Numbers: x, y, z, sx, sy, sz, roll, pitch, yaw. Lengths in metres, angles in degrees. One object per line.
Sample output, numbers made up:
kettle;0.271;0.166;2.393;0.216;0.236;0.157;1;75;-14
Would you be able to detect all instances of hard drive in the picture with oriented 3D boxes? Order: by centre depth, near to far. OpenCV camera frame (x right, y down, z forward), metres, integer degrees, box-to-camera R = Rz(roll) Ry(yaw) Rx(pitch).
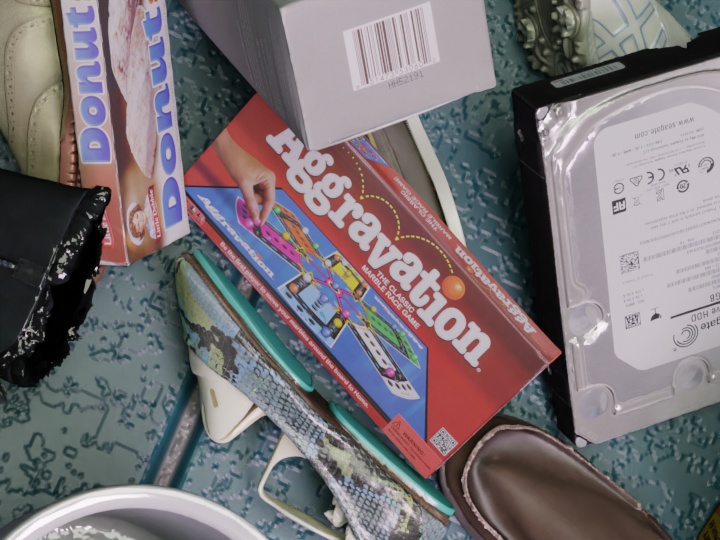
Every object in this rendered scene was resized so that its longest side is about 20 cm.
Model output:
hard drive;0.157;-0.017;1.300;0.139;0.038;0.201;-16;119;-15

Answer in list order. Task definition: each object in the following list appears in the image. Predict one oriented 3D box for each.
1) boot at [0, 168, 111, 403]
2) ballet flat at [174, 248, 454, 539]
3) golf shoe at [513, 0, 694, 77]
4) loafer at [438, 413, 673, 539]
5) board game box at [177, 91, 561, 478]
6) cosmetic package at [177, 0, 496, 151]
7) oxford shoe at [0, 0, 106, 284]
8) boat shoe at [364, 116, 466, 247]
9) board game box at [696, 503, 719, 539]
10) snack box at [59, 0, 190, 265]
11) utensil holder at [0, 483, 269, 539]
boot;-0.198;-0.047;1.221;0.162;0.073;0.199;20;88;14
ballet flat;-0.040;0.080;1.279;0.200;0.074;0.074;46;76;-2
golf shoe;0.140;-0.123;1.343;0.097;0.078;0.201;-11;96;-20
loafer;0.130;0.144;1.307;0.200;0.071;0.073;37;77;-7
board game box;0.000;0.000;1.267;0.200;0.103;0.019;48;32;5
cosmetic package;-0.025;-0.150;1.235;0.107;0.200;0.090;-21;124;-13
oxford shoe;-0.162;-0.086;1.276;0.074;0.071;0.201;-1;89;18
boat shoe;0.007;-0.053;1.301;0.060;0.072;0.202;-16;82;-15
board game box;0.321;0.137;1.263;0.200;0.200;0.200;33;95;-8
snack box;-0.120;-0.108;1.244;0.024;0.072;0.201;0;104;22
utensil holder;-0.120;0.188;1.177;0.169;0.200;0.171;2;83;-13
